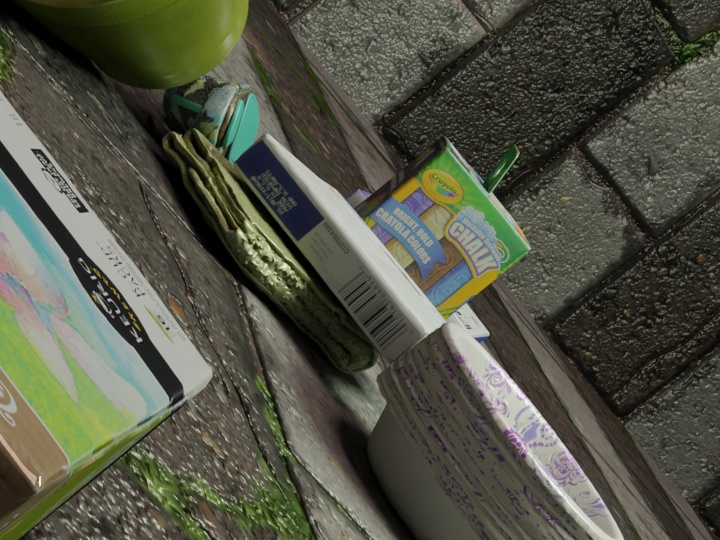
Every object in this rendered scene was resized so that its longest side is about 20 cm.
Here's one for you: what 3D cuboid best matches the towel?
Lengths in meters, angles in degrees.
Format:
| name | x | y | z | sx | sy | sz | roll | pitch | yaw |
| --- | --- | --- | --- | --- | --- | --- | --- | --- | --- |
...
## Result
| name | x | y | z | sx | sy | sz | roll | pitch | yaw |
| --- | --- | --- | --- | --- | --- | --- | --- | --- | --- |
| towel | -0.067 | -0.014 | 1.554 | 0.200 | 0.036 | 0.148 | 45 | 9 | -43 |

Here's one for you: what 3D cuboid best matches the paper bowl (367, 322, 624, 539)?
| name | x | y | z | sx | sy | sz | roll | pitch | yaw |
| --- | --- | --- | --- | --- | --- | --- | --- | --- | --- |
| paper bowl | 0.082 | 0.142 | 1.428 | 0.201 | 0.104 | 0.201 | 51 | 6 | -8 |

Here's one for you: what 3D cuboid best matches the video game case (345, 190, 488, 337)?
| name | x | y | z | sx | sy | sz | roll | pitch | yaw |
| --- | --- | --- | --- | --- | --- | --- | --- | --- | --- |
| video game case | 0.050 | 0.007 | 2.128 | 0.181 | 0.045 | 0.200 | 54 | 7 | 7 |

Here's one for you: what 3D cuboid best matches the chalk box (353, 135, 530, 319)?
| name | x | y | z | sx | sy | sz | roll | pitch | yaw |
| --- | --- | --- | --- | --- | --- | --- | --- | --- | --- |
| chalk box | 0.074 | -0.039 | 1.927 | 0.124 | 0.200 | 0.124 | 51 | 7 | -6 |

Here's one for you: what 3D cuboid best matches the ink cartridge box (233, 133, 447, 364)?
| name | x | y | z | sx | sy | sz | roll | pitch | yaw |
| --- | --- | --- | --- | --- | --- | --- | --- | --- | --- |
| ink cartridge box | 0.000 | 0.000 | 1.592 | 0.196 | 0.043 | 0.200 | 51 | 4 | 18 |

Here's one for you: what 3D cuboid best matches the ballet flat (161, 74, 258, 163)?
| name | x | y | z | sx | sy | sz | roll | pitch | yaw |
| --- | --- | --- | --- | --- | --- | --- | --- | --- | --- |
| ballet flat | -0.121 | -0.124 | 1.655 | 0.074 | 0.074 | 0.200 | 52 | -2 | 4 |

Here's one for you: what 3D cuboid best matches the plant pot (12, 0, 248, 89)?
| name | x | y | z | sx | sy | sz | roll | pitch | yaw |
| --- | --- | --- | --- | --- | --- | --- | --- | --- | --- |
| plant pot | -0.162 | -0.226 | 1.488 | 0.200 | 0.200 | 0.193 | 55 | -5 | 25 |

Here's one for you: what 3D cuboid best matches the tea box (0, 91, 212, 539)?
| name | x | y | z | sx | sy | sz | roll | pitch | yaw |
| --- | --- | --- | --- | --- | --- | --- | --- | --- | --- |
| tea box | -0.155 | -0.005 | 0.468 | 0.200 | 0.134 | 0.197 | 52 | 7 | 0 |
